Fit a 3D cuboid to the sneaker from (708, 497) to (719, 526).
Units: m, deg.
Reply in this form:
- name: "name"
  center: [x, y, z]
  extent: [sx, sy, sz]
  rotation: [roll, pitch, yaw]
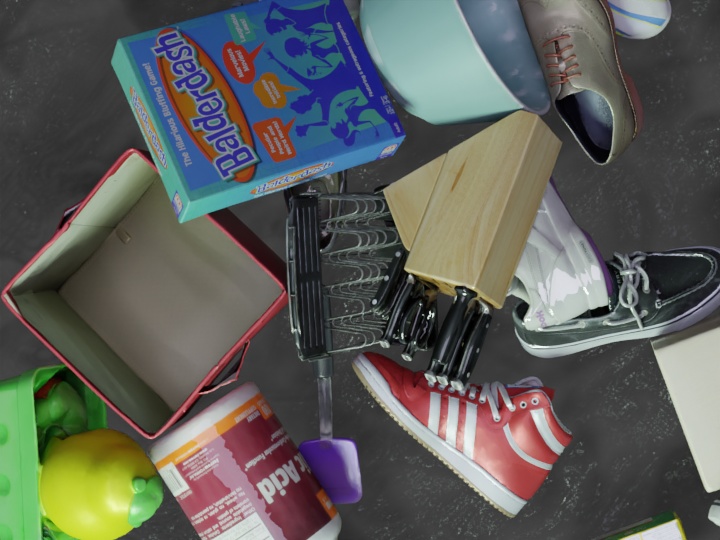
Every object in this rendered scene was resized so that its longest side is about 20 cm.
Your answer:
- name: "sneaker"
  center: [0.354, 0.203, 1.413]
  extent: [0.078, 0.200, 0.080]
  rotation: [31, 90, 31]

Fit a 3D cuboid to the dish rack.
- name: "dish rack"
  center: [0.000, 0.000, 1.425]
  extent: [0.054, 0.200, 0.155]
  rotation: [-4, 92, 27]

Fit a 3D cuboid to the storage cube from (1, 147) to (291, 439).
- name: "storage cube"
  center: [-0.170, 0.018, 1.439]
  extent: [0.200, 0.180, 0.171]
  rotation: [42, 93, 1]

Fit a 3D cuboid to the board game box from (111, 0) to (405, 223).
- name: "board game box"
  center: [-0.083, -0.141, 1.372]
  extent: [0.199, 0.045, 0.153]
  rotation: [-20, 76, -22]

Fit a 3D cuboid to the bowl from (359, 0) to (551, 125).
- name: "bowl"
  center: [0.072, -0.203, 1.427]
  extent: [0.105, 0.201, 0.202]
  rotation: [-24, 90, 24]

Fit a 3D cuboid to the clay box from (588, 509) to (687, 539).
- name: "clay box"
  center: [0.261, 0.327, 1.485]
  extent: [0.114, 0.048, 0.201]
  rotation: [-20, 91, 4]

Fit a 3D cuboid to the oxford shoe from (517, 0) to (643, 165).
- name: "oxford shoe"
  center: [0.184, -0.184, 1.434]
  extent: [0.071, 0.074, 0.201]
  rotation: [-22, 108, 32]

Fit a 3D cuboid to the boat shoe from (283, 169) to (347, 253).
- name: "boat shoe"
  center: [-0.043, -0.112, 1.461]
  extent: [0.071, 0.065, 0.201]
  rotation: [-8, 108, -10]

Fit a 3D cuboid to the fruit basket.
- name: "fruit basket"
  center: [-0.244, 0.180, 1.458]
  extent: [0.214, 0.155, 0.217]
  rotation: [1, 92, 19]

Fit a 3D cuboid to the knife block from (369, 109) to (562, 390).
- name: "knife block"
  center: [0.097, -0.010, 1.379]
  extent: [0.199, 0.064, 0.176]
  rotation: [-30, 63, 15]

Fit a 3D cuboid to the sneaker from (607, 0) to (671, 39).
- name: "sneaker"
  center: [0.189, -0.278, 1.445]
  extent: [0.200, 0.105, 0.076]
  rotation: [42, 94, 2]

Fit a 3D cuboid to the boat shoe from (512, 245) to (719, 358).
- name: "boat shoe"
  center: [0.228, 0.017, 1.461]
  extent: [0.198, 0.068, 0.074]
  rotation: [-13, 61, 8]

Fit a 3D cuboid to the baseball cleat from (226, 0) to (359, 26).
- name: "baseball cleat"
  center: [-0.103, -0.220, 1.491]
  extent: [0.199, 0.070, 0.107]
  rotation: [-24, 84, -6]

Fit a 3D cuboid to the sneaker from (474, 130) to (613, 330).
- name: "sneaker"
  center: [0.132, -0.038, 1.437]
  extent: [0.099, 0.075, 0.201]
  rotation: [-28, 58, 0]

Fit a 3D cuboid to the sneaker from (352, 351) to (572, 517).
- name: "sneaker"
  center: [0.095, 0.113, 1.478]
  extent: [0.200, 0.071, 0.113]
  rotation: [41, 97, -6]

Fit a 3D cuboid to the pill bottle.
- name: "pill bottle"
  center: [-0.088, 0.209, 1.471]
  extent: [0.114, 0.114, 0.201]
  rotation: [-33, 89, 4]

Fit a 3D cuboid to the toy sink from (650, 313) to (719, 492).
- name: "toy sink"
  center: [0.365, 0.089, 1.441]
  extent: [0.199, 0.112, 0.131]
  rotation: [-22, 90, 9]

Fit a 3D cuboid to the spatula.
- name: "spatula"
  center: [-0.033, 0.112, 1.511]
  extent: [0.056, 0.021, 0.201]
  rotation: [-4, 91, 2]
